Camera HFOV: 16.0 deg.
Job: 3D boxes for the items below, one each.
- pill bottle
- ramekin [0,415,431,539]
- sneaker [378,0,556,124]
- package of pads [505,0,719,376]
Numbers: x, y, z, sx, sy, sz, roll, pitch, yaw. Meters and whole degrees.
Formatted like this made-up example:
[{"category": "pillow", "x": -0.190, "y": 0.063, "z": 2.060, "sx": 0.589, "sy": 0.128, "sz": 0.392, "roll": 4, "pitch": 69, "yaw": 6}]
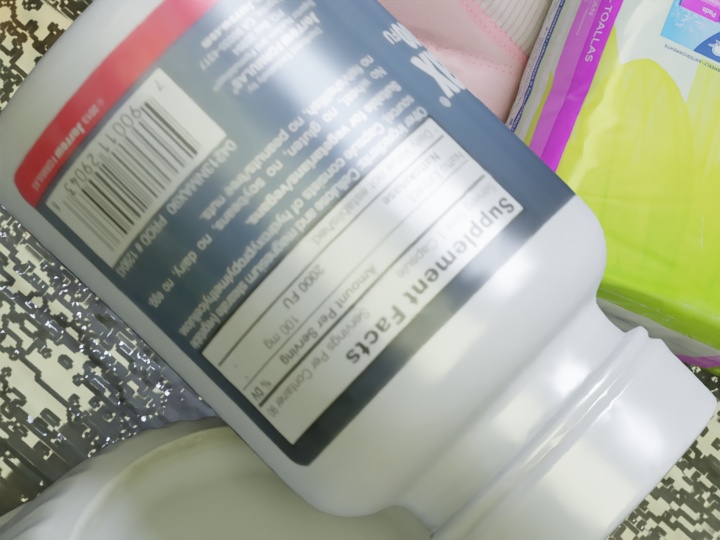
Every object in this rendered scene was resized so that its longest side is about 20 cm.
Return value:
[{"category": "pill bottle", "x": 0.000, "y": 0.000, "z": 0.737, "sx": 0.200, "sy": 0.120, "sz": 0.120, "roll": 44, "pitch": 84, "yaw": 3}, {"category": "ramekin", "x": -0.038, "y": 0.138, "z": 0.774, "sx": 0.200, "sy": 0.105, "sz": 0.200, "roll": 15, "pitch": 55, "yaw": -22}, {"category": "sneaker", "x": -0.021, "y": -0.109, "z": 0.838, "sx": 0.200, "sy": 0.075, "sz": 0.105, "roll": 31, "pitch": 90, "yaw": -14}, {"category": "package of pads", "x": 0.146, "y": -0.035, "z": 0.844, "sx": 0.200, "sy": 0.068, "sz": 0.155, "roll": 22, "pitch": 87, "yaw": -23}]
